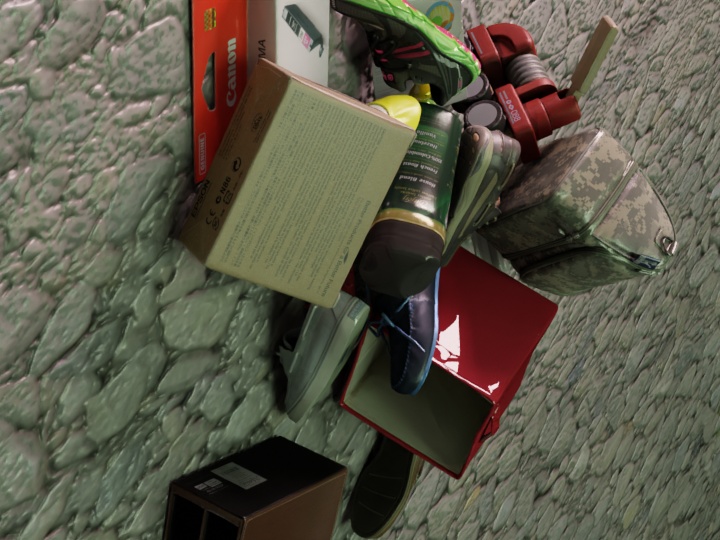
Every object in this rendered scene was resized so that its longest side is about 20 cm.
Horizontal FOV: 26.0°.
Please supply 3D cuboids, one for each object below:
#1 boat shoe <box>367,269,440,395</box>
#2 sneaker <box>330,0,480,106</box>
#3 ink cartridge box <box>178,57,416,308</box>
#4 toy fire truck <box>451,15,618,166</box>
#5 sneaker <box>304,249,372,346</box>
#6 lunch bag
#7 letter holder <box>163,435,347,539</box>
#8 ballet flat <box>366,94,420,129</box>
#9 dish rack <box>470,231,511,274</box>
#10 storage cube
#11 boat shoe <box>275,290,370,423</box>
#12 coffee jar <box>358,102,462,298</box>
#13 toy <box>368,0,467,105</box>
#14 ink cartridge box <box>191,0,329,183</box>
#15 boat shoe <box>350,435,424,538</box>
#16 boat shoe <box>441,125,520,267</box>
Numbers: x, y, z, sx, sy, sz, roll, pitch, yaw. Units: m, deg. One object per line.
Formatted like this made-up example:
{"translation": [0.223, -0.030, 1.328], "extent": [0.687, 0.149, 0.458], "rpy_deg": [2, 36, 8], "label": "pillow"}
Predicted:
{"translation": [0.043, 0.042, 1.727], "extent": [0.084, 0.068, 0.202], "rpy_deg": [-44, -145, 50], "label": "boat shoe"}
{"translation": [0.043, -0.238, 1.658], "extent": [0.199, 0.077, 0.084], "rpy_deg": [31, 102, -30], "label": "sneaker"}
{"translation": [-0.063, -0.083, 1.529], "extent": [0.164, 0.075, 0.202], "rpy_deg": [20, 100, -38], "label": "ink cartridge box"}
{"translation": [0.201, -0.230, 1.819], "extent": [0.198, 0.177, 0.129], "rpy_deg": [-22, 141, 3], "label": "toy fire truck"}
{"translation": [0.000, 0.000, 1.774], "extent": [0.095, 0.079, 0.202], "rpy_deg": [-15, 119, -59], "label": "sneaker"}
{"translation": [0.255, -0.054, 1.808], "extent": [0.168, 0.200, 0.140], "rpy_deg": [43, 63, -15], "label": "lunch bag"}
{"translation": [-0.119, 0.287, 1.714], "extent": [0.199, 0.100, 0.144], "rpy_deg": [-17, 123, -56], "label": "letter holder"}
{"translation": [-0.016, -0.121, 1.617], "extent": [0.200, 0.067, 0.067], "rpy_deg": [-44, 146, -8], "label": "ballet flat"}
{"translation": [0.175, -0.090, 1.967], "extent": [0.200, 0.043, 0.173], "rpy_deg": [-63, 142, -60], "label": "dish rack"}
{"translation": [0.104, 0.101, 1.864], "extent": [0.180, 0.199, 0.172], "rpy_deg": [-49, 165, -39], "label": "storage cube"}
{"translation": [-0.053, 0.088, 1.735], "extent": [0.070, 0.071, 0.202], "rpy_deg": [-47, 169, -46], "label": "boat shoe"}
{"translation": [0.053, -0.075, 1.684], "extent": [0.105, 0.084, 0.202], "rpy_deg": [115, -13, -57], "label": "coffee jar"}
{"translation": [0.054, -0.269, 1.721], "extent": [0.114, 0.047, 0.202], "rpy_deg": [-19, 121, -18], "label": "toy"}
{"translation": [-0.095, -0.198, 1.528], "extent": [0.173, 0.043, 0.202], "rpy_deg": [-36, 136, -49], "label": "ink cartridge box"}
{"translation": [0.052, 0.258, 2.021], "extent": [0.202, 0.071, 0.068], "rpy_deg": [-66, 150, -10], "label": "boat shoe"}
{"translation": [0.127, -0.075, 1.774], "extent": [0.201, 0.073, 0.075], "rpy_deg": [115, -27, -42], "label": "boat shoe"}
